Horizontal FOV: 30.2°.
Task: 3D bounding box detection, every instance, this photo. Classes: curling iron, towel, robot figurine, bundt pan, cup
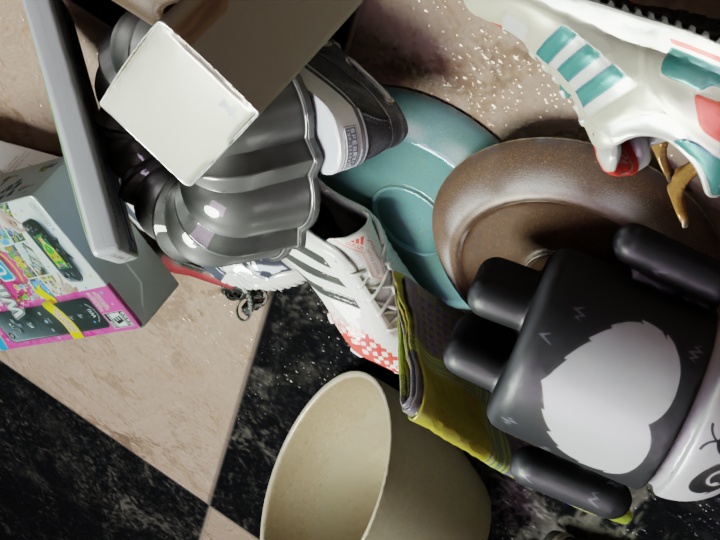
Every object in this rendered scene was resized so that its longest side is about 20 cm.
[{"bbox_3d":[-0.167,-0.001,1.195,0.200,0.026,0.050,19,139,26],"label":"curling iron"},{"bbox_3d":[0.101,0.088,0.917,0.200,0.144,0.023,31,119,-23],"label":"towel"},{"bbox_3d":[0.154,0.062,0.815,0.200,0.125,0.150,23,148,5],"label":"robot figurine"},{"bbox_3d":[-0.113,-0.091,0.884,0.202,0.076,0.202,36,136,43],"label":"bundt pan"},{"bbox_3d":[0.025,0.204,1.136,0.143,0.201,0.200,24,152,-25],"label":"cup"}]

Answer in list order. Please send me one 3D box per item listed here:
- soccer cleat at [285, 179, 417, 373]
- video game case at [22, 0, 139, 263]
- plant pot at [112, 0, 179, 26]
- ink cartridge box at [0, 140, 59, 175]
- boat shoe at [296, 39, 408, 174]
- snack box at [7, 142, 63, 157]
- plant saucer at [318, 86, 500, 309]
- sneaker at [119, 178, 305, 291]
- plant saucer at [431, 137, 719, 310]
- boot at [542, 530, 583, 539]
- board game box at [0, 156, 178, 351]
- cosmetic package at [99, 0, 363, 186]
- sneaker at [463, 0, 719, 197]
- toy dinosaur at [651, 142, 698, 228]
[{"bbox_3d":[0.000,0.000,0.961,0.200,0.069,0.085,47,150,-4],"label":"soccer cleat"},{"bbox_3d":[-0.200,-0.104,0.954,0.182,0.022,0.200,168,86,-84],"label":"video game case"},{"bbox_3d":[-0.147,-0.254,0.753,0.198,0.200,0.200,35,147,-10],"label":"plant pot"},{"bbox_3d":[-0.308,-0.042,1.207,0.200,0.050,0.161,15,139,19],"label":"ink cartridge box"},{"bbox_3d":[-0.045,-0.136,0.888,0.200,0.068,0.072,41,140,36],"label":"boat shoe"},{"bbox_3d":[-0.330,-0.087,1.245,0.200,0.024,0.072,13,138,32],"label":"snack box"},{"bbox_3d":[0.041,-0.042,0.956,0.200,0.027,0.200,25,143,20],"label":"plant saucer"},{"bbox_3d":[-0.116,-0.067,1.023,0.199,0.079,0.130,30,155,30],"label":"sneaker"},{"bbox_3d":[0.137,-0.001,0.879,0.200,0.032,0.200,17,140,14],"label":"plant saucer"},{"bbox_3d":[0.248,0.306,1.133,0.150,0.073,0.200,-4,122,45],"label":"boot"},{"bbox_3d":[-0.274,-0.011,1.132,0.200,0.064,0.148,-9,125,42],"label":"board game box"},{"bbox_3d":[-0.049,-0.150,0.756,0.071,0.200,0.105,43,145,-9],"label":"cosmetic package"},{"bbox_3d":[0.127,-0.103,0.717,0.200,0.070,0.094,27,114,35],"label":"sneaker"},{"bbox_3d":[0.215,-0.081,0.741,0.106,0.060,0.200,-23,112,18],"label":"toy dinosaur"}]
